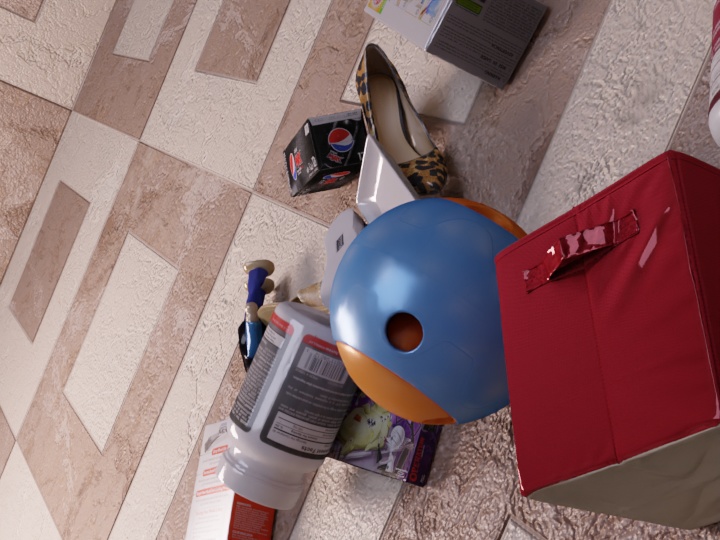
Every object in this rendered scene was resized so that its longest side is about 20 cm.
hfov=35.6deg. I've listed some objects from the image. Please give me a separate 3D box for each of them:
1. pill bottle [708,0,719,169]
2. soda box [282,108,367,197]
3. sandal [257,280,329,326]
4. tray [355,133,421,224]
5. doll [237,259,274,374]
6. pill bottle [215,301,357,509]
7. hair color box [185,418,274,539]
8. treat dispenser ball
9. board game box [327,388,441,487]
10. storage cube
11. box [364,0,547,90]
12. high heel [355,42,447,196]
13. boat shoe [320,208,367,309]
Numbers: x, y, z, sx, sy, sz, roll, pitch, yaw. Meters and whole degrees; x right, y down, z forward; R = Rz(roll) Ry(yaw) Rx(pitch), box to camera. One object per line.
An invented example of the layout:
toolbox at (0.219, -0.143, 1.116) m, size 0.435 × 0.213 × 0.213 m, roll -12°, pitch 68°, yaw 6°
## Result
pill bottle at (0.309, -0.144, 0.800) m, size 0.114 × 0.114 × 0.200 m, roll -22°, pitch 53°, yaw 53°
soda box at (-0.043, -0.139, 1.360) m, size 0.200 × 0.071 × 0.063 m, roll 159°, pitch 98°, yaw -76°
sandal at (-0.034, 0.045, 1.322) m, size 0.212 × 0.078 × 0.070 m, roll -1°, pitch 45°, yaw 53°
tray at (0.051, -0.047, 1.190) m, size 0.200 × 0.022 × 0.108 m, roll 59°, pitch 153°, yaw 35°
doll at (-0.133, 0.082, 1.438) m, size 0.137 × 0.048 × 0.200 m, roll 95°, pitch 174°, yaw -52°
pill bottle at (-0.074, 0.144, 1.200) m, size 0.200 × 0.116 × 0.116 m, roll -66°, pitch 29°, yaw 5°
hair color box at (-0.153, 0.281, 1.349) m, size 0.111 × 0.064 × 0.200 m, roll -24°, pitch 53°, yaw 51°
treat dispenser ball at (0.072, 0.035, 0.989) m, size 0.201 × 0.201 × 0.201 m, roll -38°, pitch 41°, yaw 42°
board game box at (0.019, 0.152, 1.183) m, size 0.200 × 0.032 × 0.120 m, roll 0°, pitch 67°, yaw 60°
storage cube at (0.213, 0.057, 0.749) m, size 0.171 × 0.200 × 0.180 m, roll -34°, pitch 50°, yaw 45°
box at (0.101, -0.293, 1.254) m, size 0.102 × 0.112 × 0.200 m, roll -62°, pitch 29°, yaw 14°
high heel at (0.041, -0.167, 1.247) m, size 0.200 × 0.071 × 0.143 m, roll -123°, pitch 17°, yaw -62°
boat shoe at (0.000, 0.000, 1.246) m, size 0.072 × 0.068 × 0.200 m, roll -48°, pitch 19°, yaw 17°
